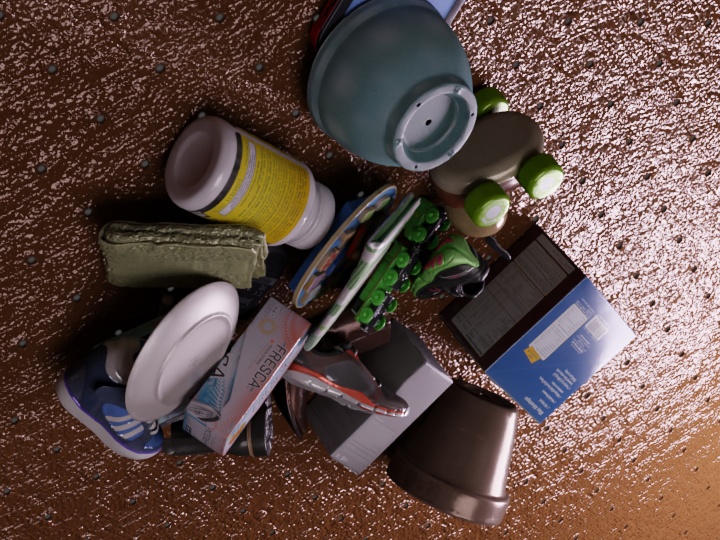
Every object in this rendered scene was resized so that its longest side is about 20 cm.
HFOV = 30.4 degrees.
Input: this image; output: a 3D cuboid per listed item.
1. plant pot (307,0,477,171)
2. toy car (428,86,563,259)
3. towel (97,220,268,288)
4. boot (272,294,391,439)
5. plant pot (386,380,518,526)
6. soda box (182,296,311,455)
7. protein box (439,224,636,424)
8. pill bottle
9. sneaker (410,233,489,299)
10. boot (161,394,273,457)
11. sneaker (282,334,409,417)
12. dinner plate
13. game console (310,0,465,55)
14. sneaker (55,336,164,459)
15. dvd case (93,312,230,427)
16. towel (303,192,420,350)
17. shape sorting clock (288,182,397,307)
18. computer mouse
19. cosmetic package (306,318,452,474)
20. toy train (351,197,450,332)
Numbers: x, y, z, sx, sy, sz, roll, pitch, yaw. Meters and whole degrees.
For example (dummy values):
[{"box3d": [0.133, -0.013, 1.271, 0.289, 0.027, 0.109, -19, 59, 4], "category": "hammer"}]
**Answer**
[{"box3d": [0.055, -0.202, 1.561, 0.198, 0.134, 0.202, -23, 140, -21], "category": "plant pot"}, {"box3d": [0.169, -0.104, 1.744, 0.156, 0.165, 0.201, -27, 145, -10], "category": "toy car"}, {"box3d": [-0.209, -0.018, 1.580, 0.197, 0.037, 0.149, -1, 158, -7], "category": "towel"}, {"box3d": [-0.031, 0.132, 1.877, 0.198, 0.064, 0.188, -27, 134, -17], "category": "boot"}, {"box3d": [0.159, 0.270, 2.043, 0.199, 0.200, 0.177, 16, 98, -40], "category": "plant pot"}, {"box3d": [-0.144, 0.133, 1.696, 0.201, 0.068, 0.064, -54, 171, -31], "category": "soda box"}, {"box3d": [0.265, 0.083, 1.969, 0.200, 0.135, 0.198, -43, 137, 6], "category": "protein box"}, {"box3d": [-0.126, -0.097, 1.583, 0.199, 0.113, 0.113, 25, 110, -43], "category": "pill bottle"}, {"box3d": [0.123, 0.012, 1.804, 0.077, 0.083, 0.200, -56, -178, -12], "category": "sneaker"}, {"box3d": [-0.188, 0.202, 1.789, 0.136, 0.200, 0.079, -4, 93, 0], "category": "boot"}, {"box3d": [-0.010, 0.141, 1.803, 0.198, 0.077, 0.083, 25, 76, -25], "category": "sneaker"}, {"box3d": [-0.209, 0.104, 1.615, 0.200, 0.024, 0.201, -46, 158, -24], "category": "dinner plate"}, {"box3d": [0.047, -0.317, 1.570, 0.176, 0.031, 0.201, 17, 115, -41], "category": "game console"}, {"box3d": [-0.269, 0.156, 1.667, 0.145, 0.081, 0.200, -28, 136, 17], "category": "sneaker"}, {"box3d": [-0.239, 0.126, 1.729, 0.144, 0.022, 0.201, -23, 143, 4], "category": "dvd case"}, {"box3d": [0.000, 0.000, 1.718, 0.201, 0.023, 0.153, -55, 178, 38], "category": "towel"}, {"box3d": [-0.017, -0.029, 1.699, 0.200, 0.039, 0.200, -46, 167, -13], "category": "shape sorting clock"}, {"box3d": [-0.189, 0.025, 1.700, 0.139, 0.046, 0.201, 10, 126, -35], "category": "computer mouse"}, {"box3d": [0.024, 0.182, 1.920, 0.200, 0.107, 0.090, -42, 136, 7], "category": "cosmetic package"}, {"box3d": [0.051, -0.009, 1.795, 0.042, 0.056, 0.201, 28, 97, -45], "category": "toy train"}]
